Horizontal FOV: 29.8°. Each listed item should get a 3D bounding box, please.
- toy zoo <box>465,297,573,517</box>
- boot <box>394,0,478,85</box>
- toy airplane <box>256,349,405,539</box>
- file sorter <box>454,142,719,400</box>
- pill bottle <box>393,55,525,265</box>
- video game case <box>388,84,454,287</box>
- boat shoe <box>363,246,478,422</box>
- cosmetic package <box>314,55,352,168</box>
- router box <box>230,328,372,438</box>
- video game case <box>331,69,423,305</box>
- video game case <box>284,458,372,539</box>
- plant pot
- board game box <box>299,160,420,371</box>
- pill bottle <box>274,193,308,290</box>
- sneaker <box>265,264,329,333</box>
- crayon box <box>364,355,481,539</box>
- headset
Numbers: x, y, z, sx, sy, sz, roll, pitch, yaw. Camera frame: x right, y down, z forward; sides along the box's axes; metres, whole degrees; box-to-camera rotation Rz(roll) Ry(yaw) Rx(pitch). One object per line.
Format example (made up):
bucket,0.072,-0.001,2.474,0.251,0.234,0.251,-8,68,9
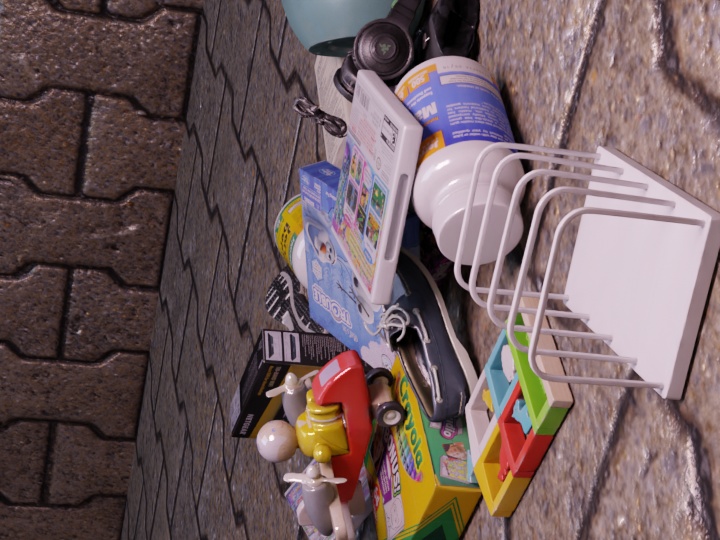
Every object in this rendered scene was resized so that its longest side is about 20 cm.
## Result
toy zoo,0.138,0.135,1.257,0.132,0.020,0.201,-102,23,-45
boot,0.076,-0.197,1.516,0.200,0.065,0.166,136,135,-60
toy airplane,-0.045,0.195,1.447,0.200,0.140,0.200,143,131,-68
file sorter,0.162,-0.010,1.032,0.200,0.124,0.139,-125,43,-66
pill bottle,0.097,-0.105,1.310,0.201,0.112,0.112,-100,22,-43
video game case,0.050,-0.075,1.490,0.182,0.036,0.200,63,152,19
boat shoe,0.052,0.064,1.386,0.201,0.062,0.075,66,149,16
cosmetic package,0.002,-0.220,1.722,0.104,0.087,0.201,113,155,-50
router box,-0.072,0.152,1.738,0.200,0.156,0.052,116,154,-52
video game case,0.013,-0.088,1.363,0.200,0.024,0.183,-120,36,-63
video game case,-0.022,0.257,1.645,0.143,0.018,0.200,-50,18,-1
plant pot,-0.008,-0.347,1.626,0.200,0.200,0.162,170,95,-73
board game box,0.000,0.000,1.543,0.200,0.043,0.200,34,135,51
pill bottle,-0.042,-0.028,1.769,0.200,0.112,0.113,-130,47,-67
sneaker,-0.068,0.063,1.845,0.074,0.080,0.200,-51,36,15
crayon box,0.060,0.205,1.438,0.200,0.058,0.173,-102,23,-46
headset,0.002,-0.230,1.485,0.201,0.094,0.124,-65,6,-28
